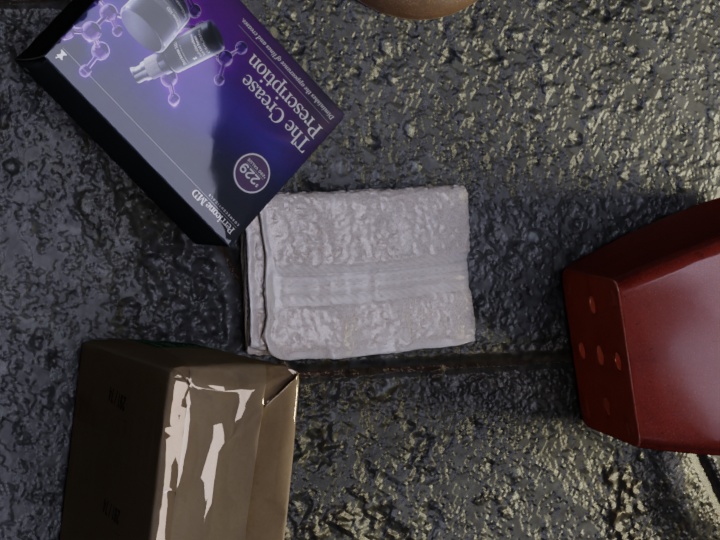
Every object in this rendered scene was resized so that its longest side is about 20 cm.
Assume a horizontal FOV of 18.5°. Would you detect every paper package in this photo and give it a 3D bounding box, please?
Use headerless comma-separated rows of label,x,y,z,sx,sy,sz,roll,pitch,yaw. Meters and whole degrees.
paper package,-0.132,0.149,1.584,0.103,0.200,0.191,7,90,-25

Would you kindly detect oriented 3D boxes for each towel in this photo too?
towel,0.000,0.000,1.731,0.200,0.034,0.133,-5,95,-25

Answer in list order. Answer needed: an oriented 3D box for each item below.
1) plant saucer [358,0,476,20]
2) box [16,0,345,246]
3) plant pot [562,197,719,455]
plant saucer,0.051,-0.300,1.741,0.200,0.037,0.201,-1,92,-25
box,-0.132,-0.136,1.640,0.200,0.079,0.141,46,77,-20
plant pot,0.273,0.054,1.783,0.176,0.200,0.200,-11,97,-14
